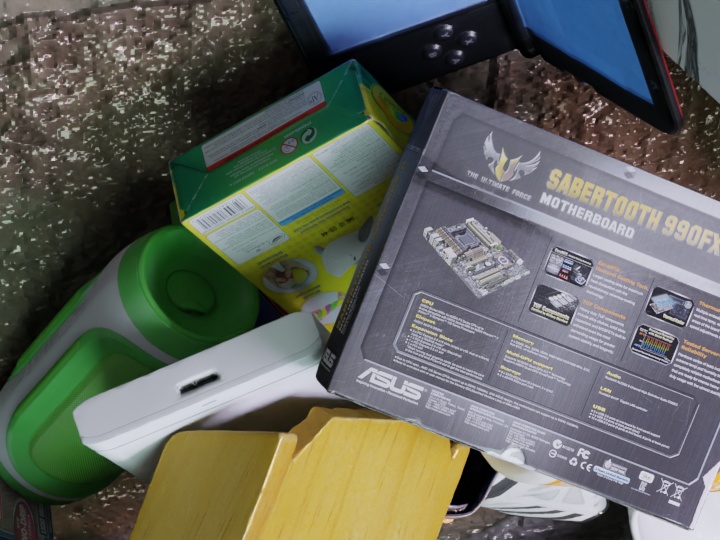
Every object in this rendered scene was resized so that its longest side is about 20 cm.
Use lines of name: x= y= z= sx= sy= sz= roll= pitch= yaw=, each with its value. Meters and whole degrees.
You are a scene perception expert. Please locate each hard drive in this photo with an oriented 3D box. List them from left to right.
hard drive: x=-0.063 y=0.079 z=1.255 sx=0.132 sy=0.027 sz=0.200 roll=-23 pitch=163 yaw=5

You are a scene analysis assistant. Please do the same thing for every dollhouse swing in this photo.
dollhouse swing: x=-0.081 y=0.132 z=1.290 sx=0.200 sy=0.176 sz=0.182 roll=9 pitch=104 yaw=-57

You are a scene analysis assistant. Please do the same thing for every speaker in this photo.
speaker: x=-0.133 y=0.055 z=1.284 sx=0.088 sy=0.088 sz=0.200 roll=14 pitch=143 yaw=-27

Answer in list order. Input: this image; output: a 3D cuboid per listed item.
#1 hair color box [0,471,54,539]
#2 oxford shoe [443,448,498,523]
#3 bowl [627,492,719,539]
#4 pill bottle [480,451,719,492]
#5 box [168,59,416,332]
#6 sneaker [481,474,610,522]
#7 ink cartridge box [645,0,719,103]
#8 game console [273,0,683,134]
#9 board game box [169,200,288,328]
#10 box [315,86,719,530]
hair color box: x=-0.266 y=0.175 z=1.394 sx=0.061 sy=0.100 sz=0.200 roll=24 pitch=128 yaw=-36
oxford shoe: x=0.031 y=0.123 z=1.380 sx=0.071 sy=0.073 sz=0.200 roll=24 pitch=126 yaw=-21
bowl: x=0.274 y=0.143 z=1.512 sx=0.200 sy=0.075 sz=0.200 roll=-22 pitch=138 yaw=9
pill bottle: x=0.166 y=0.062 z=1.275 sx=0.200 sy=0.116 sz=0.116 roll=6 pitch=137 yaw=-31
box: x=0.003 y=-0.021 z=1.230 sx=0.117 sy=0.048 sz=0.200 roll=-27 pitch=140 yaw=16
sneaker: x=0.144 y=0.094 z=1.441 sx=0.200 sy=0.076 sz=0.115 roll=-29 pitch=146 yaw=30
ink cartridge box: x=0.214 y=-0.140 z=1.059 sx=0.147 sy=0.200 sz=0.083 roll=-29 pitch=139 yaw=-13
game console: x=0.040 y=-0.135 z=1.107 sx=0.172 sy=0.119 sz=0.200 roll=-19 pitch=138 yaw=7
board game box: x=0.000 y=0.000 z=1.319 sx=0.135 sy=0.029 sz=0.200 roll=-25 pitch=137 yaw=13
box: x=0.099 y=0.019 z=1.147 sx=0.200 sy=0.048 sz=0.158 roll=21 pitch=92 yaw=-9
